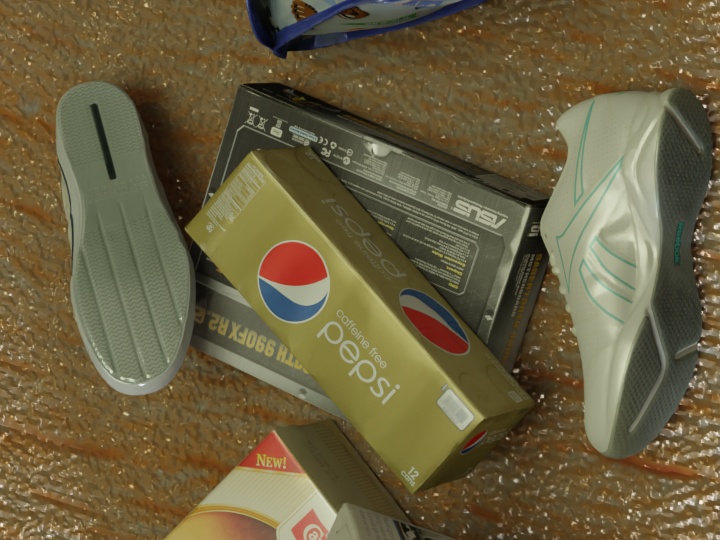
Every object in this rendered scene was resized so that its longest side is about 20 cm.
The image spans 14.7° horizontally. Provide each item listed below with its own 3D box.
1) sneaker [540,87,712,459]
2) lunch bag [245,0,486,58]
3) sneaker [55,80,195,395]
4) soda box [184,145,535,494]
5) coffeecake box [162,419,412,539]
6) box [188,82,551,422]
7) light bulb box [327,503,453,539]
[{"bbox_3d":[0.139,0.001,1.504,0.080,0.070,0.201,6,90,37],"label":"sneaker"},{"bbox_3d":[-0.009,-0.212,1.520,0.200,0.124,0.170,-8,90,64],"label":"lunch bag"},{"bbox_3d":[-0.134,-0.013,1.619,0.073,0.071,0.200,-9,62,-1],"label":"sneaker"},{"bbox_3d":[-0.001,0.024,1.517,0.200,0.068,0.064,49,114,16],"label":"soda box"},{"bbox_3d":[-0.052,0.209,1.608,0.200,0.073,0.154,-46,72,22],"label":"coffeecake box"},{"bbox_3d":[0.000,0.000,1.581,0.200,0.048,0.159,23,105,25],"label":"box"},{"bbox_3d":[0.051,0.258,1.467,0.200,0.125,0.199,20,106,-14],"label":"light bulb box"}]
